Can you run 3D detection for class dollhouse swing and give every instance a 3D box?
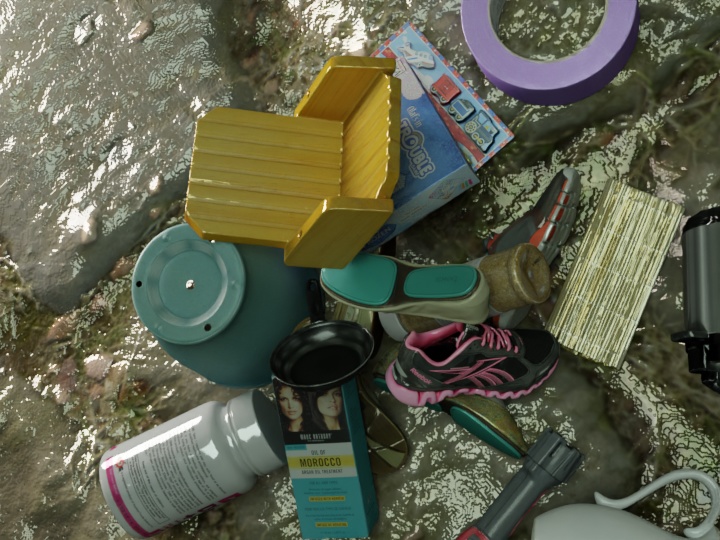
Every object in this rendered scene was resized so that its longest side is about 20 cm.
[{"bbox_3d":[-0.074,-0.128,1.346,0.175,0.182,0.201,15,57,-19],"label":"dollhouse swing"}]

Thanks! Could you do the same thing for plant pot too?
[{"bbox_3d":[-0.163,0.027,1.449,0.199,0.188,0.201,-3,79,15],"label":"plant pot"}]

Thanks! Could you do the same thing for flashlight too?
[{"bbox_3d":[0.165,0.266,1.379,0.068,0.068,0.200,39,91,-11],"label":"flashlight"}]

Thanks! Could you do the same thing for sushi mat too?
[{"bbox_3d":[0.283,0.004,1.420,0.095,0.012,0.201,22,87,17],"label":"sushi mat"}]

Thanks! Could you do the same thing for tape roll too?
[{"bbox_3d":[0.219,-0.295,1.463,0.199,0.066,0.201,-3,80,16],"label":"tape roll"}]

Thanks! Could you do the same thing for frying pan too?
[{"bbox_3d":[-0.057,0.078,1.381,0.115,0.031,0.190,-25,32,-17],"label":"frying pan"}]

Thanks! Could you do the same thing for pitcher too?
[{"bbox_3d":[0.280,0.286,1.327,0.199,0.121,0.172,5,65,6],"label":"pitcher"}]

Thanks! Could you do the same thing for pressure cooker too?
[{"bbox_3d":[0.420,0.039,1.295,0.175,0.178,0.201,-4,79,30],"label":"pressure cooker"}]

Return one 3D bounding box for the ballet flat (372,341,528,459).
[{"bbox_3d":[0.109,0.139,1.421,0.200,0.071,0.071,26,88,18],"label":"ballet flat"}]

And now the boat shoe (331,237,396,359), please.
[{"bbox_3d":[0.000,0.000,1.468,0.062,0.073,0.201,7,84,16],"label":"boat shoe"}]

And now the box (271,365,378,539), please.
[{"bbox_3d":[-0.038,0.198,1.412,0.082,0.049,0.201,-5,106,17],"label":"box"}]

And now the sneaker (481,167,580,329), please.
[{"bbox_3d":[0.178,-0.034,1.426,0.082,0.077,0.200,27,88,24],"label":"sneaker"}]

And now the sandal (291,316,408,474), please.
[{"bbox_3d":[-0.016,0.143,1.452,0.080,0.054,0.200,-35,95,9],"label":"sandal"}]

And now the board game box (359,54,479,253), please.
[{"bbox_3d":[0.009,-0.122,1.450,0.199,0.043,0.200,-33,50,8],"label":"board game box"}]

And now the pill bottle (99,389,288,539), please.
[{"bbox_3d":[-0.189,0.220,1.461,0.199,0.113,0.114,-26,75,10],"label":"pill bottle"}]

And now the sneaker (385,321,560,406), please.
[{"bbox_3d":[0.127,0.088,1.370,0.199,0.096,0.079,-9,46,-15],"label":"sneaker"}]

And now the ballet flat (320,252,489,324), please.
[{"bbox_3d":[0.050,0.024,1.352,0.199,0.069,0.070,8,82,33],"label":"ballet flat"}]

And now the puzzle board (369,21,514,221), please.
[{"bbox_3d":[0.064,-0.180,1.512,0.151,0.017,0.200,-41,72,5],"label":"puzzle board"}]

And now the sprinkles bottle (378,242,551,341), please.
[{"bbox_3d":[0.112,0.026,1.389,0.200,0.068,0.069,-18,74,41],"label":"sprinkles bottle"}]
